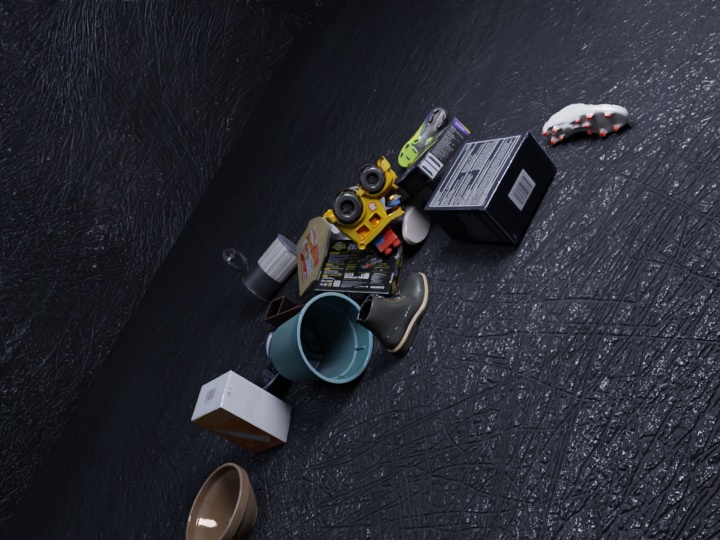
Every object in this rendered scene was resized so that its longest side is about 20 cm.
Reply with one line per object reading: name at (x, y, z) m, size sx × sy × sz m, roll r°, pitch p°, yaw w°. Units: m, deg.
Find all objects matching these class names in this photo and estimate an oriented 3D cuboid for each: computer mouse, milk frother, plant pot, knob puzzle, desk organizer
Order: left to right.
plant pot at (-0.297, 0.550, 1.323) m, size 0.200 × 0.092 × 0.203 m, roll -36°, pitch 33°, yaw 28°
milk frother at (-0.314, -0.042, 1.882) m, size 0.189 × 0.199 × 0.181 m, roll -48°, pitch 25°, yaw 6°
computer mouse at (-0.199, 0.262, 1.544) m, size 0.200 × 0.053 × 0.138 m, roll -46°, pitch 26°, yaw -12°
desk organizer at (-0.177, 0.110, 1.641) m, size 0.199 × 0.077 × 0.073 m, roll -22°, pitch 41°, yaw 43°
plant pot at (-0.107, 0.173, 1.374) m, size 0.195 × 0.199 × 0.202 m, roll -25°, pitch 39°, yaw 51°
knob puzzle at (-0.117, -0.055, 1.588) m, size 0.219 × 0.030 × 0.223 m, roll -36°, pitch 49°, yaw 54°

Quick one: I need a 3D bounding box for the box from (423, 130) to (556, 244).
box at (0.274, -0.173, 1.251) m, size 0.197 × 0.123 × 0.202 m, roll 10°, pitch 64°, yaw 58°

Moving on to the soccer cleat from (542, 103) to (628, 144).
soccer cleat at (0.459, -0.314, 1.201) m, size 0.199 × 0.069 × 0.078 m, roll 2°, pitch 56°, yaw 59°

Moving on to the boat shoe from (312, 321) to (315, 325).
boat shoe at (-0.053, 0.063, 1.502) m, size 0.199 × 0.072 × 0.062 m, roll -40°, pitch 54°, yaw -4°

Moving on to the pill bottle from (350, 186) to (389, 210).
pill bottle at (0.017, -0.171, 1.604) m, size 0.114 × 0.113 × 0.200 m, roll -54°, pitch 19°, yaw -4°

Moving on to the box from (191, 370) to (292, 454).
box at (-0.281, 0.345, 1.410) m, size 0.124 × 0.199 × 0.098 m, roll -30°, pitch 36°, yaw 34°

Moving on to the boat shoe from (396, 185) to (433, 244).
boat shoe at (0.127, -0.131, 1.485) m, size 0.092 × 0.074 × 0.202 m, roll -29°, pitch 28°, yaw 46°

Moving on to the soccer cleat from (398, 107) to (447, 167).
soccer cleat at (0.183, -0.379, 1.691) m, size 0.201 × 0.064 × 0.084 m, roll -53°, pitch -1°, yaw 8°

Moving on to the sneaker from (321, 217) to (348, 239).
sneaker at (-0.033, -0.094, 1.657) m, size 0.198 × 0.113 × 0.077 m, roll 23°, pitch 95°, yaw 25°

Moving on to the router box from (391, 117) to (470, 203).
router box at (0.161, -0.257, 1.402) m, size 0.158 × 0.052 × 0.200 m, roll -52°, pitch 7°, yaw -16°

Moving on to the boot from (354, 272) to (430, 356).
boot at (0.073, 0.063, 1.272) m, size 0.077 × 0.138 × 0.202 m, roll -18°, pitch 43°, yaw 45°

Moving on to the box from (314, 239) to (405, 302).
box at (0.000, 0.000, 1.449) m, size 0.197 × 0.050 × 0.161 m, roll 1°, pitch 53°, yaw 21°

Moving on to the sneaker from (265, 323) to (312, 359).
sneaker at (-0.173, 0.159, 1.534) m, size 0.108 × 0.070 × 0.201 m, roll 5°, pitch 52°, yaw 55°

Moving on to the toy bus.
toy bus at (0.037, -0.143, 1.402) m, size 0.200 × 0.192 × 0.136 m, roll -45°, pitch 8°, yaw 7°
